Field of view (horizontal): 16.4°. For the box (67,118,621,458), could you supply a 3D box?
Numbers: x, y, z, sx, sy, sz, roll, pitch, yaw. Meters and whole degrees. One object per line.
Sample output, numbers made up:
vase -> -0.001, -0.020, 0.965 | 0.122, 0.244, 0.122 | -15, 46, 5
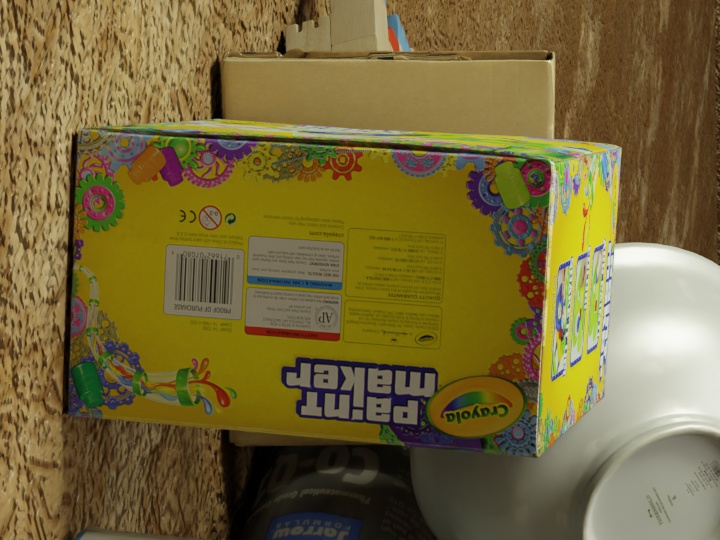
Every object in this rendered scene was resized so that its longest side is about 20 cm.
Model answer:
box -> 0.000, 0.000, 1.082 | 0.193, 0.199, 0.123 | -19, 112, -75

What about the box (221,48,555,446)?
box -> 0.015, -0.010, 1.224 | 0.021, 0.162, 0.201 | -89, 178, -71

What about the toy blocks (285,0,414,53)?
toy blocks -> 0.007, -0.079, 1.349 | 0.137, 0.099, 0.200 | -92, 165, -46

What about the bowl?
bowl -> 0.132, 0.095, 1.218 | 0.090, 0.200, 0.202 | -126, -154, -54

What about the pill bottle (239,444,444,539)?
pill bottle -> -0.009, 0.155, 1.276 | 0.200, 0.113, 0.114 | -71, 160, -49

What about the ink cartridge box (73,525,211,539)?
ink cartridge box -> -0.064, 0.231, 0.997 | 0.147, 0.144, 0.201 | -59, 151, -64
